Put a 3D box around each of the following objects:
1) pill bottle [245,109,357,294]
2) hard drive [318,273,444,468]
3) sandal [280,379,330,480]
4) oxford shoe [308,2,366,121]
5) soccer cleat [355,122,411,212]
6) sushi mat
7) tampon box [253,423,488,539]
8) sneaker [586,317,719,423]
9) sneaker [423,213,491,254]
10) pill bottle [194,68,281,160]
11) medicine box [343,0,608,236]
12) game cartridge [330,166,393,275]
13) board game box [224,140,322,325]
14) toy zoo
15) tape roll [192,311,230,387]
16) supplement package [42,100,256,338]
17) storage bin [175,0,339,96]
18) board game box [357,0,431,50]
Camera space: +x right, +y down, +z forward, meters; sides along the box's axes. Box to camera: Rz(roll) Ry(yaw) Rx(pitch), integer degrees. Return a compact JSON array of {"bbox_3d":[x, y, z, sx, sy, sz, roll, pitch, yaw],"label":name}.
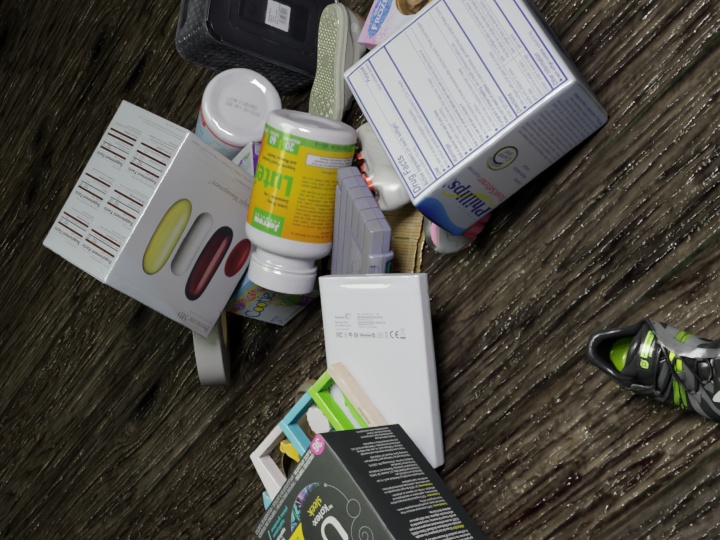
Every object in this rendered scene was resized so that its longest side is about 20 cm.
[{"bbox_3d":[-0.076,-0.080,1.550,0.111,0.110,0.203,35,116,57],"label":"pill bottle"},{"bbox_3d":[0.022,0.105,1.391,0.131,0.027,0.203,-1,97,36],"label":"hard drive"},{"bbox_3d":[-0.060,0.222,1.481,0.080,0.054,0.203,19,120,38],"label":"sandal"},{"bbox_3d":[-0.027,-0.244,1.696,0.075,0.057,0.203,30,117,51],"label":"oxford shoe"},{"bbox_3d":[0.038,-0.124,1.539,0.201,0.077,0.070,-108,2,-62],"label":"soccer cleat"},{"bbox_3d":[0.020,-0.042,1.570,0.199,0.012,0.097,7,85,59],"label":"sushi mat"},{"bbox_3d":[0.018,0.276,1.281,0.200,0.125,0.151,50,122,31],"label":"tampon box"},{"bbox_3d":[0.262,0.082,1.072,0.199,0.082,0.072,8,84,58],"label":"sneaker"},{"bbox_3d":[0.094,-0.112,1.420,0.095,0.078,0.203,-10,65,52],"label":"sneaker"},{"bbox_3d":[-0.175,-0.191,1.810,0.200,0.107,0.110,127,149,-69],"label":"pill bottle"},{"bbox_3d":[0.112,-0.173,1.306,0.199,0.103,0.183,-37,58,16],"label":"medicine box"},{"bbox_3d":[0.000,0.000,1.496,0.130,0.038,0.202,-122,28,-45],"label":"game cartridge"},{"bbox_3d":[-0.122,-0.048,1.712,0.105,0.102,0.202,-38,47,42],"label":"board game box"},{"bbox_3d":[-0.044,0.213,1.427,0.132,0.020,0.200,51,122,17],"label":"toy zoo"},{"bbox_3d":[-0.203,0.055,1.760,0.203,0.036,0.206,175,90,-89],"label":"tape roll"},{"bbox_3d":[-0.237,-0.060,1.590,0.146,0.191,0.202,26,86,42],"label":"supplement package"},{"bbox_3d":[-0.137,-0.334,1.763,0.093,0.198,0.137,-16,64,55],"label":"storage bin"},{"bbox_3d":[0.100,-0.340,1.511,0.199,0.041,0.202,20,87,54],"label":"board game box"}]
